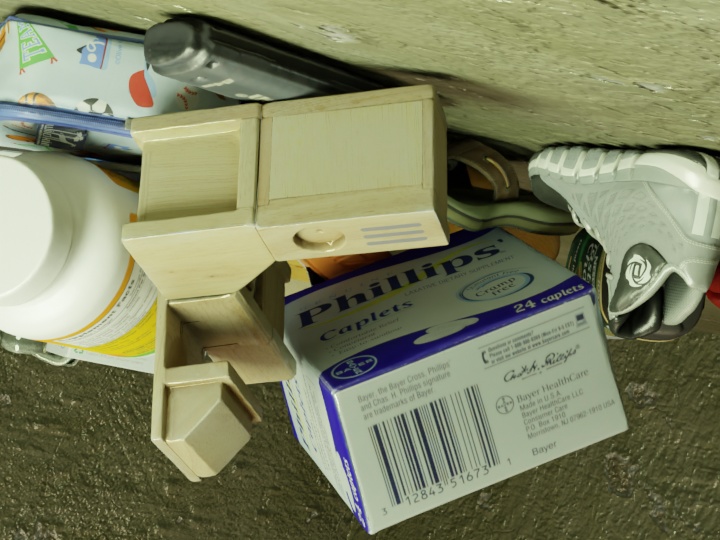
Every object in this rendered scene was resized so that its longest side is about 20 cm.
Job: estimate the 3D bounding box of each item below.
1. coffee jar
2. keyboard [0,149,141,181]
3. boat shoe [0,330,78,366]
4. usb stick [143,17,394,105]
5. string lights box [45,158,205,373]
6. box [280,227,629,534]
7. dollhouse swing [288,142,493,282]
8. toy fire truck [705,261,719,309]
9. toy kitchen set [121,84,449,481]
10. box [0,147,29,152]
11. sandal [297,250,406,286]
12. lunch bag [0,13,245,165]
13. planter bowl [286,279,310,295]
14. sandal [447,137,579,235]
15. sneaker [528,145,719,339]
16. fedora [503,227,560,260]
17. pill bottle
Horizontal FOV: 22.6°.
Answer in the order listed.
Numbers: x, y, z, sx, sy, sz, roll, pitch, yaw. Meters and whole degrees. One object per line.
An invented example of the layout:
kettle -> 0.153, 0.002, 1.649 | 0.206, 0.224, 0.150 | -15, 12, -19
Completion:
coffee jar -> 0.232, 0.007, 1.528 | 0.085, 0.105, 0.200 | 9, 177, -5
keyboard -> -0.190, -0.070, 1.171 | 0.199, 0.011, 0.056 | 8, 175, 37
boat shoe -> -0.236, 0.040, 1.383 | 0.070, 0.064, 0.200 | 8, 177, 9
usb stick -> -0.034, -0.103, 1.017 | 0.055, 0.033, 0.200 | 5, 173, 45
string lights box -> -0.148, -0.030, 1.275 | 0.102, 0.201, 0.059 | 13, 176, -25
box -> 0.049, 0.063, 1.192 | 0.183, 0.105, 0.200 | -20, -162, -11
dollhouse swing -> -0.006, -0.083, 1.360 | 0.199, 0.176, 0.182 | 12, -141, -27
toy fire truck -> 0.278, -0.002, 1.102 | 0.176, 0.129, 0.200 | 10, 166, 40
toy kitchen set -> -0.026, 0.023, 1.037 | 0.180, 0.164, 0.200 | -6, 153, 12
box -> -0.236, -0.069, 1.400 | 0.124, 0.149, 0.200 | 12, 177, -7
sandal -> -0.007, 0.003, 1.300 | 0.079, 0.059, 0.206 | -28, 141, 25
lunch bag -> -0.154, -0.104, 1.112 | 0.160, 0.076, 0.200 | 10, 179, -17
planter bowl -> -0.055, -0.016, 1.621 | 0.134, 0.201, 0.200 | -17, 170, 15
sandal -> 0.078, -0.062, 1.230 | 0.080, 0.058, 0.201 | 23, -167, 42
sneaker -> 0.159, -0.017, 1.137 | 0.075, 0.116, 0.200 | 11, 178, -24
fedora -> 0.077, -0.016, 1.568 | 0.200, 0.082, 0.201 | -19, 154, -10
pill bottle -> -0.174, -0.010, 1.086 | 0.111, 0.112, 0.200 | 10, 176, 20
